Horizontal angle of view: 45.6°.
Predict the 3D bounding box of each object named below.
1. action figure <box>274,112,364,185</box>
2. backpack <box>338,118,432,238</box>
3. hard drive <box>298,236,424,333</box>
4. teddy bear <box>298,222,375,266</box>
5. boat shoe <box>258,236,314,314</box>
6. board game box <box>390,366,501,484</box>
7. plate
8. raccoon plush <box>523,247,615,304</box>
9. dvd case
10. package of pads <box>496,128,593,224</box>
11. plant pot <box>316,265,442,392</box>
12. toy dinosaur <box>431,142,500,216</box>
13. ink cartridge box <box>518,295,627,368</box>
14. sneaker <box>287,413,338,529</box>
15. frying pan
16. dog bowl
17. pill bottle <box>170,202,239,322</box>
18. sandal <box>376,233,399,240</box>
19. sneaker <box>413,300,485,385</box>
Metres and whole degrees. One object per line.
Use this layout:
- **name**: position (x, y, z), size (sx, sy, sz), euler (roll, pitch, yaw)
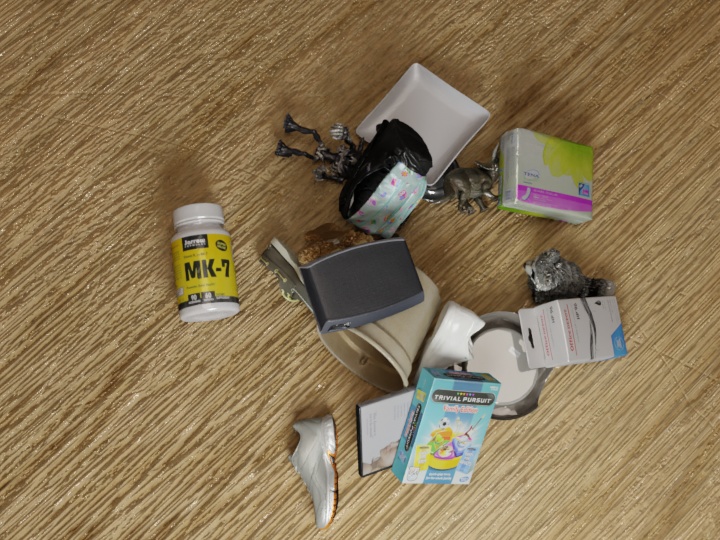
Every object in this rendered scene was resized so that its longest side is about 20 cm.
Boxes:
- **action figure**: position (-0.064, -0.224, 1.652), size (0.197, 0.102, 0.121), euler (20, 91, 0)
- **backpack**: position (0.046, -0.160, 1.587), size (0.125, 0.168, 0.201), euler (29, 114, -18)
- **hard drive**: position (0.006, 0.019, 1.459), size (0.197, 0.042, 0.137), euler (-16, 79, -18)
- **teddy bear**: position (-0.038, -0.034, 1.579), size (0.144, 0.199, 0.068), euler (-31, 114, -29)
- **boat shoe**: position (-0.123, 0.021, 1.589), size (0.060, 0.072, 0.202), euler (-44, 54, 5)
- **board game box**: position (0.152, 0.278, 1.520), size (0.149, 0.047, 0.203), euler (8, 105, -30)
- **plate**: position (0.124, -0.286, 1.696), size (0.199, 0.032, 0.200), euler (37, 77, 17)
- **raccoon plush**: position (0.402, 0.002, 1.623), size (0.196, 0.134, 0.099), euler (-6, 78, -5)
- **dvd case**: position (0.082, 0.276, 1.521), size (0.197, 0.018, 0.145), euler (-14, 114, -26)
- **package of pads**: position (0.361, -0.184, 1.662), size (0.197, 0.068, 0.158), euler (8, 79, -25)
- **plant pot**: position (0.051, 0.089, 1.567), size (0.199, 0.201, 0.184), euler (37, 68, 4)
- **toy dinosaur**: position (0.209, -0.164, 1.671), size (0.197, 0.077, 0.104), euler (-20, 76, -18)
- **ink cartridge box**: position (0.396, 0.114, 1.595), size (0.197, 0.068, 0.118), euler (-3, 77, -32)
- **sneaker**: position (-0.086, 0.366, 1.557), size (0.090, 0.076, 0.204), euler (-3, 72, 3)
- **frying pan**: position (0.114, -0.174, 1.694), size (0.189, 0.031, 0.116), euler (-33, 82, -12)
- **dog bowl**: position (0.263, 0.182, 1.618), size (0.196, 0.059, 0.204), euler (1, 79, -5)
- **pill bottle**: position (-0.291, -0.014, 1.588), size (0.112, 0.114, 0.204), euler (-8, 80, -6)
- **sandal**: position (0.000, 0.000, 1.637), size (0.199, 0.081, 0.055), euler (-36, 106, -17)
- **sneaker**: position (0.159, 0.150, 1.553), size (0.087, 0.202, 0.076), euler (22, 38, -3)
